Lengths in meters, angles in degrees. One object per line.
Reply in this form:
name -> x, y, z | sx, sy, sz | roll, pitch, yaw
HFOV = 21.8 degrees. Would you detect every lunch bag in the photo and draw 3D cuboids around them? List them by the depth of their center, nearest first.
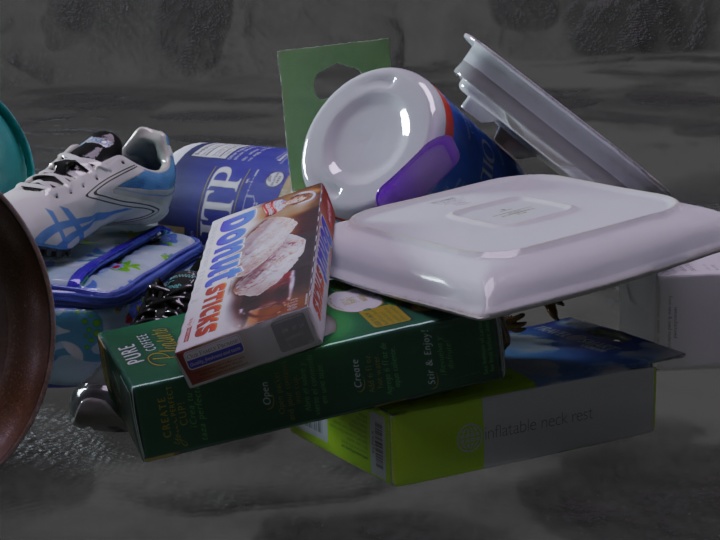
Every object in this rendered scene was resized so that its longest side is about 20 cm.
lunch bag -> -0.197, 0.019, 1.274 | 0.160, 0.083, 0.200 | 5, 14, 15

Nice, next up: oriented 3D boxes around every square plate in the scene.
square plate -> 0.085, -0.021, 1.063 | 0.199, 0.029, 0.198 | -14, 18, -32

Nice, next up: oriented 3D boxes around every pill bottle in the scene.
pill bottle -> 0.056, -0.049, 1.301 | 0.112, 0.113, 0.200 | 8, -18, 37
pill bottle -> -0.097, -0.037, 1.439 | 0.199, 0.120, 0.120 | 6, 13, 32

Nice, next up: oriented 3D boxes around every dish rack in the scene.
dish rack -> 0.136, -0.078, 1.245 | 0.171, 0.044, 0.200 | 41, 4, 15

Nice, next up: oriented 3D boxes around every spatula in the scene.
spatula -> 0.000, 0.000, 1.151 | 0.020, 0.201, 0.057 | 28, -11, 20

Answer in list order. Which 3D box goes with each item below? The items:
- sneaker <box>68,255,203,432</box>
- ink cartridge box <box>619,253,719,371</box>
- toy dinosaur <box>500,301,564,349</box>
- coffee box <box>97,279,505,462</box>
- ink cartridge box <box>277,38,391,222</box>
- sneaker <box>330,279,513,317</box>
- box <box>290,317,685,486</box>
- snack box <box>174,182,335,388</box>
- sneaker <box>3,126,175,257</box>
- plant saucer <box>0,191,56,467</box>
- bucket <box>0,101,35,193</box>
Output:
sneaker -> -0.124, 0.045, 1.144 | 0.075, 0.080, 0.200 | 3, 13, 17
ink cartridge box -> 0.283, 0.020, 1.260 | 0.199, 0.067, 0.116 | -2, 10, -5
toy dinosaur -> 0.068, -0.008, 1.149 | 0.106, 0.061, 0.200 | 2, 15, -16
coffee box -> -0.036, 0.046, 1.010 | 0.199, 0.044, 0.123 | -12, 16, -15
ink cartridge box -> 0.005, -0.065, 1.364 | 0.048, 0.201, 0.145 | 4, 11, 35
sneaker -> 0.014, 0.031, 1.204 | 0.199, 0.075, 0.082 | -8, 12, -34
box -> 0.073, 0.071, 1.072 | 0.199, 0.048, 0.122 | -8, 14, -28
snack box -> -0.052, 0.004, 0.998 | 0.072, 0.024, 0.200 | -20, 18, 8
sneaker -> -0.194, -0.053, 1.248 | 0.072, 0.073, 0.200 | 10, 18, 27
plant saucer -> -0.254, 0.030, 0.942 | 0.199, 0.201, 0.032 | -6, 0, -23
bucket -> -0.348, -0.061, 1.393 | 0.206, 0.208, 0.135 | 0, 6, 5
